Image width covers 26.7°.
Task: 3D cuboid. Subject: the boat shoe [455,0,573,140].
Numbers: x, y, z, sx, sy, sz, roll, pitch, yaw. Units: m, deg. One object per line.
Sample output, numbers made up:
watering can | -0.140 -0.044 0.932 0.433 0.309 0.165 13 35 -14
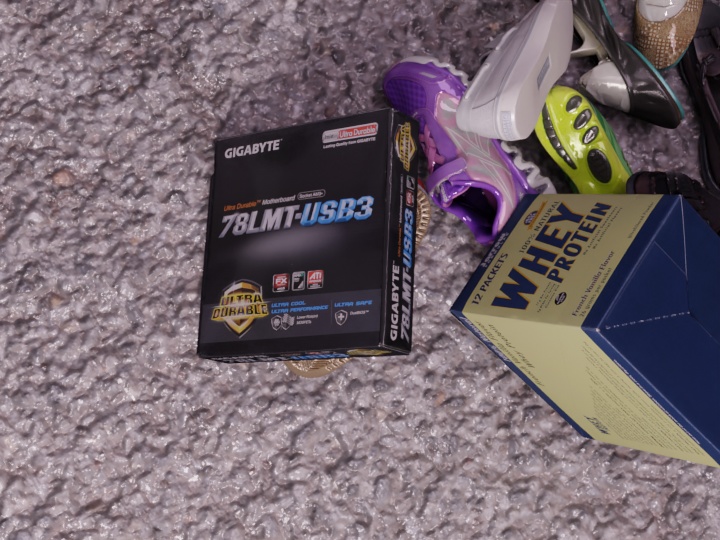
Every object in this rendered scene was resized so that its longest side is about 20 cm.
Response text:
boat shoe | 0.138 -0.183 1.341 0.068 0.072 0.200 6 49 23

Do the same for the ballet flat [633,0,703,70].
ballet flat | 0.297 -0.289 1.450 0.070 0.065 0.200 3 67 33

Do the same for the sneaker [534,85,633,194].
sneaker | 0.223 -0.081 1.389 0.074 0.084 0.200 -19 103 22

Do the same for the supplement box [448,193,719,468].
supplement box | 0.224 0.047 1.272 0.200 0.200 0.134 43 72 -25

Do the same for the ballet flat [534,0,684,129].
ballet flat | 0.222 -0.203 1.427 0.068 0.068 0.200 -31 76 -6

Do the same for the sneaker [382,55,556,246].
sneaker | 0.086 -0.102 1.355 0.200 0.080 0.088 50 53 1

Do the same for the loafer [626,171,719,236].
loafer | 0.303 -0.050 1.343 0.200 0.063 0.072 21 57 -51

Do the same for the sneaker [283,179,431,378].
sneaker | 0.000 0.000 1.343 0.071 0.112 0.200 33 104 -6

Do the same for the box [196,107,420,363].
box | -0.045 -0.025 1.276 0.050 0.200 0.199 17 73 -52

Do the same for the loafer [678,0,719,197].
loafer | 0.352 -0.170 1.442 0.072 0.063 0.200 -5 80 -13
